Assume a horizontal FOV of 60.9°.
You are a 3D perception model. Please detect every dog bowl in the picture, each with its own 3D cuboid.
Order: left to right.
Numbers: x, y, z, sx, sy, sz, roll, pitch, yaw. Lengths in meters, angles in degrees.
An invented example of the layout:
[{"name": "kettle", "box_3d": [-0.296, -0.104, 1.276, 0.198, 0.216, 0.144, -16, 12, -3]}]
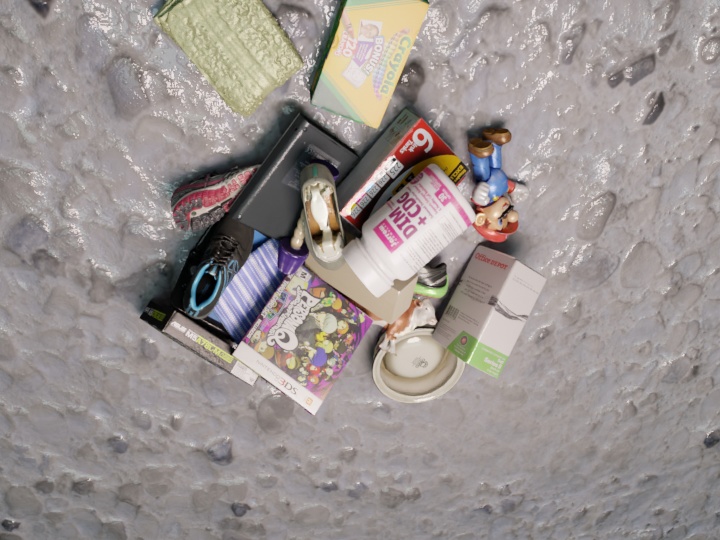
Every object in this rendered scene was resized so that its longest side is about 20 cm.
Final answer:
[{"name": "dog bowl", "box_3d": [0.115, 0.177, 1.271, 0.195, 0.074, 0.204, -4, 123, -6]}]

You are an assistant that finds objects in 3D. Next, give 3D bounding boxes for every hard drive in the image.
[{"name": "hard drive", "box_3d": [-0.109, -0.143, 1.014, 0.201, 0.033, 0.138, -50, 140, 15]}]

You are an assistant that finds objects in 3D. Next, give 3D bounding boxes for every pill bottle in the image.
[{"name": "pill bottle", "box_3d": [0.072, -0.059, 0.956, 0.199, 0.114, 0.113, -41, 120, 5]}]

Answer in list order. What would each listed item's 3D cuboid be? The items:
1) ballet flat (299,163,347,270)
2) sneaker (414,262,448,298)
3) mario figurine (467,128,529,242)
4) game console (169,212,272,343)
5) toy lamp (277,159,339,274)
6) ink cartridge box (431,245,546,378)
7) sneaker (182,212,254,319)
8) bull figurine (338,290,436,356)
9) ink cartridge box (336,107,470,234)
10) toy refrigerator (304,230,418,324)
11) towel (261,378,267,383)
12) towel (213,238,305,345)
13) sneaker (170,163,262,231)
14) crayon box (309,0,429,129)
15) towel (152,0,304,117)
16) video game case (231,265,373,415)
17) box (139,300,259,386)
[{"name": "ballet flat", "box_3d": [-0.059, -0.067, 0.960, 0.066, 0.064, 0.203, -11, 127, -1]}, {"name": "sneaker", "box_3d": [0.074, -0.008, 1.156, 0.195, 0.077, 0.086, 16, 86, -10]}, {"name": "mario figurine", "box_3d": [0.245, -0.137, 1.061, 0.121, 0.107, 0.203, -15, 125, -1]}, {"name": "game console", "box_3d": [-0.212, 0.020, 1.103, 0.198, 0.179, 0.116, 33, 143, -25]}, {"name": "toy lamp", "box_3d": [-0.093, -0.082, 1.015, 0.057, 0.059, 0.203, 14, 122, -16]}, {"name": "ink cartridge box", "box_3d": [0.234, 0.072, 1.133, 0.083, 0.145, 0.203, 26, 92, -23]}, {"name": "sneaker", "box_3d": [-0.231, -0.012, 1.026, 0.072, 0.082, 0.204, 25, 78, -12]}, {"name": "bull figurine", "box_3d": [0.044, 0.087, 1.165, 0.196, 0.065, 0.124, 20, 84, 9]}, {"name": "ink cartridge box", "box_3d": [0.079, -0.133, 1.036, 0.175, 0.084, 0.201, 37, 101, -28]}, {"name": "toy refrigerator", "box_3d": [0.000, 0.000, 1.074, 0.198, 0.070, 0.077, 32, 133, 23]}, {"name": "towel", "box_3d": [-0.098, 0.153, 1.209, 0.197, 0.023, 0.146, -6, 131, -39]}, {"name": "towel", "box_3d": [-0.168, 0.035, 1.104, 0.199, 0.024, 0.147, -37, 110, -17]}, {"name": "sneaker", "box_3d": [-0.223, -0.139, 1.024, 0.196, 0.075, 0.082, -19, 136, -10]}, {"name": "crayon box", "box_3d": [0.009, -0.334, 0.930, 0.116, 0.059, 0.203, 16, 120, -17]}, {"name": "towel", "box_3d": [-0.190, -0.345, 0.911, 0.147, 0.037, 0.200, -35, 120, 14]}, {"name": "video game case", "box_3d": [-0.100, 0.118, 1.083, 0.180, 0.036, 0.202, 37, 74, -9]}, {"name": "box", "box_3d": [-0.295, 0.132, 1.127, 0.199, 0.192, 0.048, 39, 75, -26]}]
